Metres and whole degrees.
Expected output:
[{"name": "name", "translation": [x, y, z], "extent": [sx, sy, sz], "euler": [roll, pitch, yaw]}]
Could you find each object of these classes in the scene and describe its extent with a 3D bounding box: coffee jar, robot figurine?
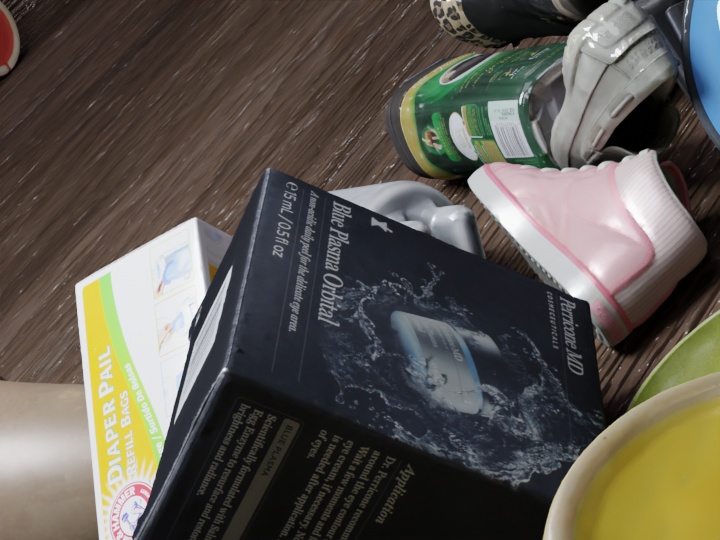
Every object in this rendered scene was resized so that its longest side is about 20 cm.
[{"name": "coffee jar", "translation": [0.106, -0.115, 1.185], "extent": [0.104, 0.086, 0.200], "euler": [-33, 18, -24]}, {"name": "robot figurine", "translation": [0.000, 0.000, 1.099], "extent": [0.169, 0.113, 0.200], "euler": [-16, 7, -39]}]

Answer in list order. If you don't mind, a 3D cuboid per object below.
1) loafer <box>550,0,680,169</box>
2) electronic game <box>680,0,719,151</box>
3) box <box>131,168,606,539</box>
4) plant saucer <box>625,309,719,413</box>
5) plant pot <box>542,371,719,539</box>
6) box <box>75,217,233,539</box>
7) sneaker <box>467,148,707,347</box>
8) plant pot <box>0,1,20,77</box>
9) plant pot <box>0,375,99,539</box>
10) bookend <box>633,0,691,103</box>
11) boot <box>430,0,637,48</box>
[{"name": "loafer", "translation": [0.163, -0.093, 1.009], "extent": [0.070, 0.070, 0.200], "euler": [-39, -21, -8]}, {"name": "electronic game", "translation": [0.273, -0.132, 0.889], "extent": [0.199, 0.201, 0.042], "euler": [-23, -10, 31]}, {"name": "box", "translation": [0.011, 0.072, 0.812], "extent": [0.197, 0.199, 0.118], "euler": [-85, 20, -59]}, {"name": "plant saucer", "translation": [0.215, 0.069, 0.772], "extent": [0.200, 0.031, 0.200], "euler": [-31, 23, 15]}, {"name": "plant pot", "translation": [0.139, 0.139, 0.488], "extent": [0.200, 0.189, 0.201], "euler": [-13, 35, 9]}, {"name": "box", "translation": [-0.089, 0.090, 0.958], "extent": [0.101, 0.112, 0.201], "euler": [-27, 58, 27]}, {"name": "sneaker", "translation": [0.146, -0.035, 1.003], "extent": [0.105, 0.075, 0.200], "euler": [-41, 31, 2]}, {"name": "plant pot", "translation": [-0.680, -0.375, 2.683], "extent": [0.177, 0.201, 0.201], "euler": [-10, 34, 32]}, {"name": "plant pot", "translation": [-0.202, 0.148, 1.054], "extent": [0.174, 0.201, 0.201], "euler": [-12, 30, 15]}, {"name": "bookend", "translation": [0.288, -0.153, 0.997], "extent": [0.200, 0.092, 0.199], "euler": [-32, 24, 16]}, {"name": "boot", "translation": [0.163, -0.200, 1.175], "extent": [0.199, 0.074, 0.150], "euler": [-10, 6, -42]}]
